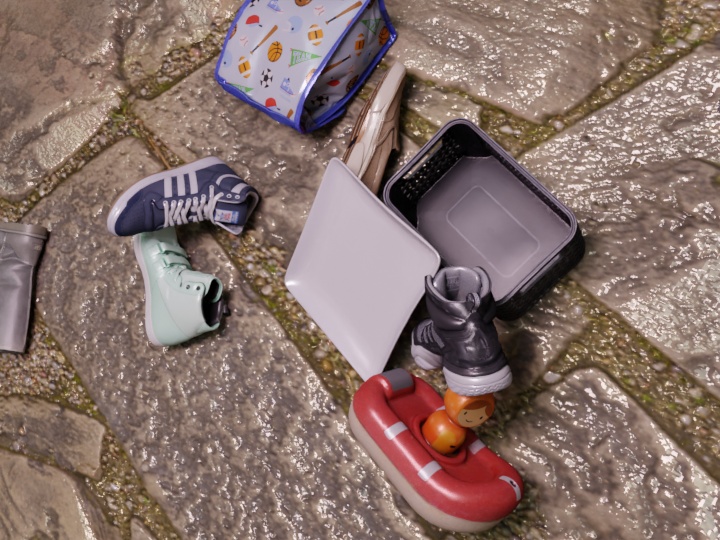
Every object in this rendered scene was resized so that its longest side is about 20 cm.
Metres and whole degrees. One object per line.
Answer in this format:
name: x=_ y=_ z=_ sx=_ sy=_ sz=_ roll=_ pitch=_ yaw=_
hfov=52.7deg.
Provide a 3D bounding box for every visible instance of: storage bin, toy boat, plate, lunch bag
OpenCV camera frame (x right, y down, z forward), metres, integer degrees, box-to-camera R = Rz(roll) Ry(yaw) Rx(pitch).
storage bin: x=0.140 y=-0.057 z=0.827 sx=0.135 sy=0.094 sz=0.200 roll=-44 pitch=65 yaw=7
toy boat: x=0.092 y=0.166 z=0.758 sx=0.200 sy=0.130 sz=0.131 roll=46 pitch=118 yaw=24
plate: x=0.000 y=0.000 z=0.860 sx=0.200 sy=0.032 sz=0.200 roll=46 pitch=128 yaw=31
lunch bag: x=-0.079 y=-0.293 z=0.964 sx=0.170 sy=0.124 sz=0.200 roll=33 pitch=83 yaw=25

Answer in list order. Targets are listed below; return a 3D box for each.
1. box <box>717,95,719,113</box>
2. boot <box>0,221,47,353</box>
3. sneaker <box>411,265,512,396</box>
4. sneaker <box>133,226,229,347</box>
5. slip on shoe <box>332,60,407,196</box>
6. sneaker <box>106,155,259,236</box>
box: x=0.464 y=-0.209 z=0.697 sx=0.199 sy=0.148 sz=0.105 roll=19 pitch=85 yaw=25
boot: x=-0.572 y=0.024 z=1.128 sx=0.181 sy=0.073 sz=0.201 roll=5 pitch=86 yaw=26
sneaker: x=0.096 y=0.049 z=0.750 sx=0.075 sy=0.200 sz=0.114 roll=-11 pitch=101 yaw=-10
sneaker: x=-0.235 y=-0.005 z=0.980 sx=0.118 sy=0.074 sz=0.201 roll=-13 pitch=82 yaw=26
slip on shoe: x=0.023 y=-0.168 z=0.926 sx=0.060 sy=0.076 sz=0.201 roll=26 pitch=77 yaw=-13
sneaker: x=-0.222 y=-0.080 z=0.950 sx=0.108 sy=0.200 sz=0.070 roll=36 pitch=136 yaw=20
